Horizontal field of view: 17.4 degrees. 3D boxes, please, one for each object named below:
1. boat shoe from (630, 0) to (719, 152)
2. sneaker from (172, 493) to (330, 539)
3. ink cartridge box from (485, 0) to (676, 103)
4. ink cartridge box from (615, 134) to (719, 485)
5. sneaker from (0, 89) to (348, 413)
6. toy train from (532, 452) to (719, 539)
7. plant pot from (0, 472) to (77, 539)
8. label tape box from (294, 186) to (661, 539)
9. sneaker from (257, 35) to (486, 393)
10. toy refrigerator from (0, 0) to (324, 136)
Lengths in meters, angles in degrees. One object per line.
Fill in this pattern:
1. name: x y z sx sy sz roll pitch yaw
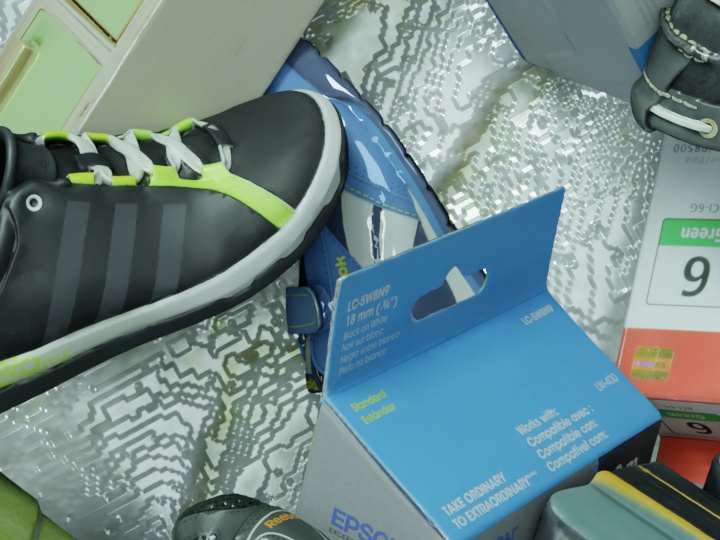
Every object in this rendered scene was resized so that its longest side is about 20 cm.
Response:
1. boat shoe: 0.187 -0.045 0.797 0.199 0.072 0.068 20 107 -15
2. sneaker: -0.049 0.157 0.756 0.086 0.080 0.200 35 110 28
3. ink cartridge box: 0.114 -0.170 0.812 0.068 0.116 0.200 25 80 26
4. ink cartridge box: 0.153 0.025 0.849 0.109 0.050 0.201 3 68 31
5. sneaker: -0.094 -0.018 0.810 0.200 0.072 0.083 -32 129 -13
6. toy train: 0.088 0.154 0.796 0.085 0.114 0.201 35 116 38
7. plant pot: -0.115 0.183 0.856 0.190 0.200 0.200 29 91 -10
8. label tape box: 0.038 0.087 0.801 0.063 0.144 0.201 25 117 27
9. sneaker: 0.000 0.000 0.895 0.082 0.074 0.200 -30 87 4
10. toy refrigerator: -0.072 -0.099 0.874 0.070 0.076 0.200 26 102 -41
